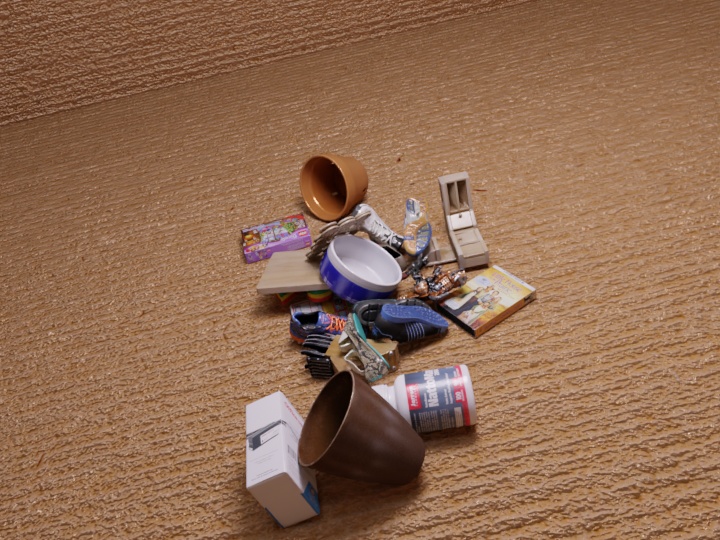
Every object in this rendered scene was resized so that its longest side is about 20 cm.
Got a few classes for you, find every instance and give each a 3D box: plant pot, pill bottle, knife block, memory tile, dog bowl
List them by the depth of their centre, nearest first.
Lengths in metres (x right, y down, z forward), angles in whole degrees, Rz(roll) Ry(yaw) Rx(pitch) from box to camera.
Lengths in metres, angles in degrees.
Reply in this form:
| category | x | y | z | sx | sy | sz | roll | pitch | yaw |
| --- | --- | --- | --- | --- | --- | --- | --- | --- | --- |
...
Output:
| category | x | y | z | sx | sy | sz | roll | pitch | yaw |
| --- | --- | --- | --- | --- | --- | --- | --- | --- | --- |
| plant pot | 0.016 | 0.313 | 1.262 | 0.199 | 0.187 | 0.188 | 30 | 34 | -17 |
| pill bottle | 0.126 | 0.264 | 1.369 | 0.198 | 0.120 | 0.120 | -10 | 36 | 3 |
| knife block | -0.031 | 0.187 | 1.560 | 0.199 | 0.064 | 0.176 | -22 | 38 | -13 |
| dog bowl | 0.000 | 0.000 | 1.704 | 0.199 | 0.079 | 0.201 | 23 | 30 | -14 |
| memory tile | -0.060 | -0.092 | 1.746 | 0.152 | 0.200 | 0.017 | -25 | 80 | -25 |
| plant pot | -0.069 | -0.267 | 2.082 | 0.199 | 0.202 | 0.140 | 19 | 31 | 36 |

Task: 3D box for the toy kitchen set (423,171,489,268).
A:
| category | x | y | z | sx | sy | sz | roll | pitch | yaw |
| --- | --- | --- | --- | --- | --- | --- | --- | --- | --- |
| toy kitchen set | 0.231 | -0.124 | 1.797 | 0.162 | 0.182 | 0.201 | -12 | 32 | 2 |

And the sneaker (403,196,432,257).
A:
| category | x | y | z | sx | sy | sz | roll | pitch | yaw |
| --- | --- | --- | --- | --- | --- | --- | --- | --- | --- |
| sneaker | 0.151 | -0.103 | 1.827 | 0.075 | 0.089 | 0.201 | 8 | 51 | 1 |

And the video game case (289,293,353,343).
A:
| category | x | y | z | sx | sy | sz | roll | pitch | yaw |
| --- | --- | --- | --- | --- | --- | --- | --- | --- | --- |
| video game case | -0.072 | 0.108 | 1.717 | 0.198 | 0.018 | 0.143 | -16 | 36 | -4 |

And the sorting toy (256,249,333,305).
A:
| category | x | y | z | sx | sy | sz | roll | pitch | yaw |
| --- | --- | --- | --- | --- | --- | --- | --- | --- | --- |
| sorting toy | -0.151 | 0.020 | 1.794 | 0.198 | 0.070 | 0.199 | -4 | 28 | 10 |

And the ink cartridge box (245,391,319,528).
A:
| category | x | y | z | sx | sy | sz | roll | pitch | yaw |
| --- | --- | --- | --- | --- | --- | --- | --- | --- | --- |
| ink cartridge box | -0.150 | 0.356 | 1.296 | 0.084 | 0.145 | 0.201 | -23 | 35 | 7 |

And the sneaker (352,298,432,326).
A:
| category | x | y | z | sx | sy | sz | roll | pitch | yaw |
| --- | --- | --- | --- | --- | --- | --- | --- | --- | --- |
| sneaker | 0.076 | 0.093 | 1.620 | 0.198 | 0.076 | 0.079 | 5 | 9 | -19 |

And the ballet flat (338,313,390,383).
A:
| category | x | y | z | sx | sy | sz | roll | pitch | yaw |
| --- | --- | --- | --- | --- | --- | --- | --- | --- | --- |
| ballet flat | -0.006 | 0.169 | 1.477 | 0.075 | 0.068 | 0.200 | -33 | 41 | -2 |

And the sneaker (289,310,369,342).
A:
| category | x | y | z | sx | sy | sz | roll | pitch | yaw |
| --- | --- | --- | --- | --- | --- | --- | --- | --- | --- |
| sneaker | -0.078 | 0.135 | 1.614 | 0.198 | 0.079 | 0.076 | 0 | 56 | 7 |

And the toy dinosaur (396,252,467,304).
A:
| category | x | y | z | sx | sy | sz | roll | pitch | yaw |
| --- | --- | --- | --- | --- | --- | --- | --- | --- | --- |
| toy dinosaur | 0.161 | 0.036 | 1.666 | 0.198 | 0.103 | 0.136 | -8 | 34 | 2 |

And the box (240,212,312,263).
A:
| category | x | y | z | sx | sy | sz | roll | pitch | yaw |
| --- | --- | --- | --- | --- | --- | --- | --- | --- | --- |
| box | -0.251 | -0.099 | 2.024 | 0.198 | 0.039 | 0.137 | -16 | 37 | -5 |

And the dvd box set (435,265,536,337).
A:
| category | x | y | z | sx | sy | sz | roll | pitch | yaw |
| --- | --- | --- | --- | --- | --- | --- | --- | --- | --- |
| dvd box set | 0.303 | 0.071 | 1.646 | 0.199 | 0.030 | 0.146 | -29 | 40 | -21 |

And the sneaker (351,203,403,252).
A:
| category | x | y | z | sx | sy | sz | roll | pitch | yaw |
| --- | --- | --- | --- | --- | --- | --- | --- | --- | --- |
| sneaker | 0.060 | -0.111 | 1.835 | 0.115 | 0.200 | 0.076 | 25 | 83 | 33 |

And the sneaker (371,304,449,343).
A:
| category | x | y | z | sx | sy | sz | roll | pitch | yaw |
| --- | --- | --- | --- | --- | --- | --- | --- | --- | --- |
| sneaker | 0.112 | 0.129 | 1.565 | 0.199 | 0.078 | 0.070 | 11 | 29 | -34 |

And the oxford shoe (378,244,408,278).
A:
| category | x | y | z | sx | sy | sz | roll | pitch | yaw |
| --- | --- | --- | --- | --- | --- | --- | --- | --- | --- |
| oxford shoe | 0.052 | -0.047 | 1.836 | 0.199 | 0.075 | 0.070 | 23 | 50 | 39 |
